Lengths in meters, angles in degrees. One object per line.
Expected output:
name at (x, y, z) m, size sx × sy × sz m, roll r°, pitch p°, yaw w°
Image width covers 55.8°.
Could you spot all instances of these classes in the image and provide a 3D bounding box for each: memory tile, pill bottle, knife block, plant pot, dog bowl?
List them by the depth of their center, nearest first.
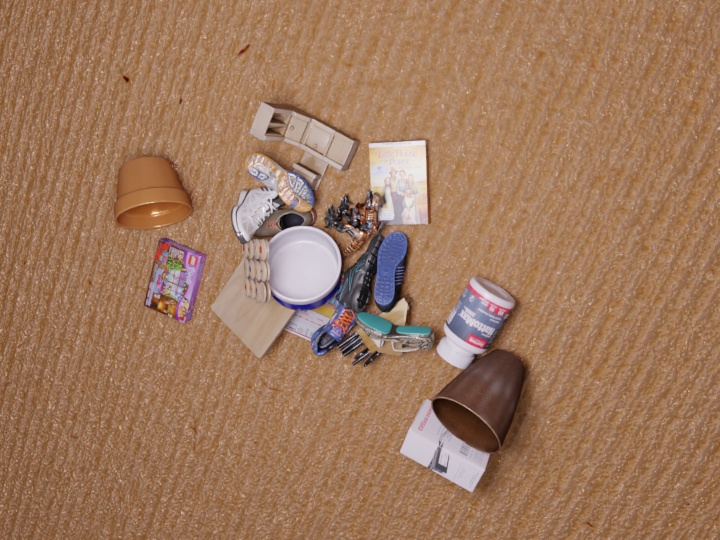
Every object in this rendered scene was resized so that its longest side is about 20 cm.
plant pot at (0.296, 0.287, 1.593) m, size 0.186 × 0.187 × 0.200 m, roll 38°, pitch 64°, yaw 7°
pill bottle at (0.269, 0.128, 1.620) m, size 0.119 × 0.120 × 0.201 m, roll 31°, pitch 107°, yaw 9°
memory tile at (-0.258, -0.002, 1.665) m, size 0.017 × 0.200 × 0.155 m, roll -3°, pitch 94°, yaw -25°
dog bowl at (-0.145, -0.005, 1.692) m, size 0.198 × 0.079 × 0.202 m, roll 0°, pitch 68°, yaw 0°
knife block at (0.033, 0.147, 1.723) m, size 0.174 × 0.064 × 0.202 m, roll 11°, pitch 103°, yaw 14°
plant pot at (-0.552, -0.207, 1.783) m, size 0.199 × 0.200 × 0.141 m, roll -17°, pitch 79°, yaw 19°

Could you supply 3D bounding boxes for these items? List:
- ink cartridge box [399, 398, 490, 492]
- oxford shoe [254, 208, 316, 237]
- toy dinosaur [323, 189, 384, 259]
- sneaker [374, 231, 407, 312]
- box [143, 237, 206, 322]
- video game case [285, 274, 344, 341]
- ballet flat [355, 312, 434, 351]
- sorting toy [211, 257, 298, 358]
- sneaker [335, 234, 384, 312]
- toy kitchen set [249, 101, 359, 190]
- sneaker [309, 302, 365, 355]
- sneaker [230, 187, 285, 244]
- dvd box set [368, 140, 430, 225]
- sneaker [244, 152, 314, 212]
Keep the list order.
ink cartridge box at (0.216, 0.425, 1.670) m, size 0.199 × 0.145 × 0.085 m, roll 27°, pitch 120°, yaw 11°
oxford shoe at (-0.216, -0.125, 1.745) m, size 0.198 × 0.075 × 0.071 m, roll -13°, pitch 97°, yaw 19°
toy dinosaur at (-0.015, -0.112, 1.667) m, size 0.135 × 0.102 × 0.201 m, roll 32°, pitch 105°, yaw 12°
sneaker at (0.072, 0.006, 1.667) m, size 0.069 × 0.078 × 0.202 m, roll 11°, pitch 67°, yaw 10°
box at (-0.514, 0.027, 1.883) m, size 0.136 × 0.039 × 0.202 m, roll 20°, pitch 105°, yaw 12°
video game case at (-0.123, 0.084, 1.785) m, size 0.142 × 0.017 × 0.202 m, roll 22°, pitch 106°, yaw 12°
ballet flat at (0.079, 0.160, 1.649) m, size 0.198 × 0.068 × 0.076 m, roll 12°, pitch 118°, yaw 12°
sorting toy at (-0.262, 0.087, 1.789) m, size 0.199 × 0.069 × 0.201 m, roll 43°, pitch 108°, yaw 15°
sneaker at (0.000, 0.000, 1.686) m, size 0.079 × 0.075 × 0.201 m, roll 17°, pitch 79°, yaw 34°
toy kitchen set at (-0.147, -0.283, 1.640) m, size 0.199 × 0.180 × 0.164 m, roll 30°, pitch 108°, yaw 14°
sneaker at (-0.054, 0.146, 1.732) m, size 0.075 × 0.079 × 0.201 m, roll 35°, pitch 103°, yaw -11°
sneaker at (-0.252, -0.152, 1.699) m, size 0.114 × 0.201 × 0.076 m, roll -16°, pitch 129°, yaw 14°
dvd box set at (0.096, -0.212, 1.658) m, size 0.145 × 0.029 × 0.202 m, roll 1°, pitch 101°, yaw 17°
sneaker at (-0.194, -0.223, 1.687) m, size 0.200 × 0.088 × 0.075 m, roll 40°, pitch 93°, yaw -6°
